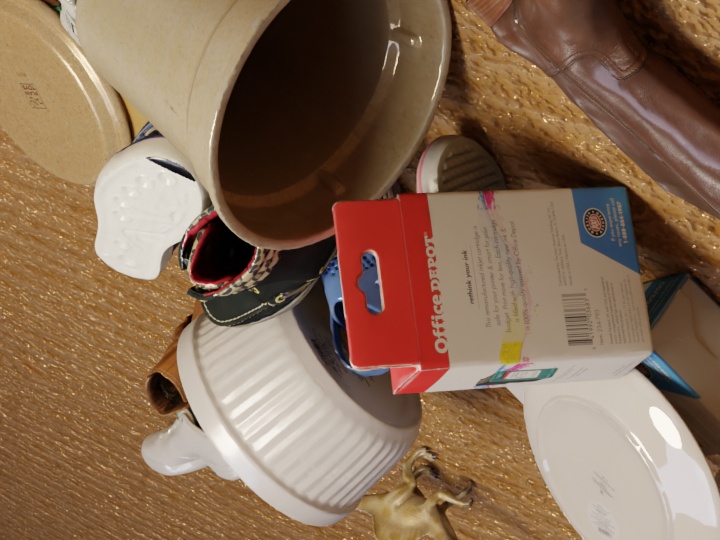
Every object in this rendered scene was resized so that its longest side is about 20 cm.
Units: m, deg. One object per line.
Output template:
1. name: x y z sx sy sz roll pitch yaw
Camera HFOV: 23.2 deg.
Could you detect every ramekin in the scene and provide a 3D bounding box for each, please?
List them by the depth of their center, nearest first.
1. ramekin: -0.040 0.092 1.402 0.105 0.200 0.200 -38 110 20

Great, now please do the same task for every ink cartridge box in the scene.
1. ink cartridge box: 0.077 0.013 1.129 0.199 0.117 0.067 -2 163 -15
2. ink cartridge box: 0.197 0.076 1.264 0.115 0.068 0.200 44 155 -13

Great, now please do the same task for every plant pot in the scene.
1. plant pot: -0.076 -0.144 1.112 0.183 0.200 0.201 35 159 33

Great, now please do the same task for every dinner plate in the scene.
1. dinner plate: 0.175 0.143 1.228 0.200 0.024 0.201 42 148 35

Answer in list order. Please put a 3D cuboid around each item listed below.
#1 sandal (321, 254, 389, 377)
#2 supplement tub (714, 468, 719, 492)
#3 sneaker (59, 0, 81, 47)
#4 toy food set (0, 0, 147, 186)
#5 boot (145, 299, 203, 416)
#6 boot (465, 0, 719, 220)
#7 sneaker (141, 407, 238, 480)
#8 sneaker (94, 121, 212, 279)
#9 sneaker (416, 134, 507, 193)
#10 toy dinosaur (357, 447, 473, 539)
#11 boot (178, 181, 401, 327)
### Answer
1. sandal: 0.000 0.000 1.324 0.079 0.087 0.201 -10 117 24
2. supplement tub: 0.339 0.208 1.219 0.200 0.146 0.146 25 154 25
3. sneaker: -0.199 -0.202 1.286 0.087 0.076 0.200 14 147 41
4. toy food set: -0.252 -0.156 1.439 0.198 0.049 0.200 56 149 -13
5. boot: -0.131 0.078 1.607 0.077 0.155 0.200 33 156 6
6. boot: 0.166 -0.110 0.968 0.200 0.064 0.186 44 169 -9
7. sneaker: -0.193 0.184 2.017 0.200 0.075 0.089 -4 122 48
8. sneaker: -0.130 -0.090 1.262 0.080 0.147 0.200 26 154 -6
9. sneaker: 0.059 -0.024 1.258 0.104 0.076 0.200 12 151 34
10. toy dinosaur: 0.042 0.226 1.712 0.200 0.101 0.058 15 149 40
11. boot: -0.083 -0.009 1.236 0.203 0.154 0.074 -35 80 38
